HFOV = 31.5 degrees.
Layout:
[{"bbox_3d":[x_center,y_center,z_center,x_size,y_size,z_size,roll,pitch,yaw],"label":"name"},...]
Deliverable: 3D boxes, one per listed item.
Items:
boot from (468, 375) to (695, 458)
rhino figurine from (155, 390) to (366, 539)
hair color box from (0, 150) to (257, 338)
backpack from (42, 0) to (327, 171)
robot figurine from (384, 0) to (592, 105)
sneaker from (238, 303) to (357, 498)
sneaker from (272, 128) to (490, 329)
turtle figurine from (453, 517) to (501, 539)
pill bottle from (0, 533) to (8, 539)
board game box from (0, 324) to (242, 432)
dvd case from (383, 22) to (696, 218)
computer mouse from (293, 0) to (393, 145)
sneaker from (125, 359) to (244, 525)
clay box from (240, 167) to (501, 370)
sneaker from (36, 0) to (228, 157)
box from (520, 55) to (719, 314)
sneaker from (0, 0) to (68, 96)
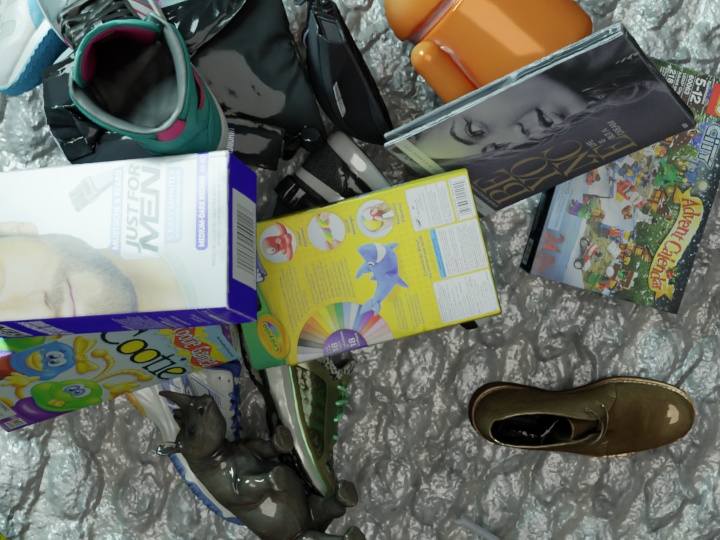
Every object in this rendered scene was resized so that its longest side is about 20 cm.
[{"bbox_3d":[0.197,0.132,1.088,0.199,0.075,0.074,0,98,-7],"label":"boot"},{"bbox_3d":[-0.087,0.160,0.999,0.087,0.060,0.200,-28,117,39],"label":"rhino figurine"},{"bbox_3d":[-0.174,-0.016,0.885,0.199,0.065,0.110,-5,77,15],"label":"hair color box"},{"bbox_3d":[-0.140,-0.133,0.983,0.199,0.127,0.168,-20,89,-1],"label":"backpack"},{"bbox_3d":[0.100,-0.193,0.999,0.200,0.117,0.144,41,93,-7],"label":"robot figurine"},{"bbox_3d":[-0.034,0.109,1.067,0.088,0.077,0.201,-23,106,-18],"label":"sneaker"},{"bbox_3d":[0.008,-0.007,1.052,0.112,0.073,0.200,-40,94,6],"label":"sneaker"},{"bbox_3d":[0.188,0.318,1.084,0.193,0.144,0.201,-6,104,-9],"label":"turtle figurine"},{"bbox_3d":[-0.354,0.228,1.032,0.104,0.104,0.200,-42,101,2],"label":"pill bottle"},{"bbox_3d":[-0.207,0.032,0.981,0.199,0.103,0.105,-18,146,7],"label":"board game box"},{"bbox_3d":[0.139,-0.107,0.981,0.199,0.149,0.016,-22,58,26],"label":"dvd case"},{"bbox_3d":[-0.033,-0.189,1.000,0.046,0.141,0.200,-23,140,7],"label":"computer mouse"},{"bbox_3d":[-0.125,0.118,1.052,0.088,0.075,0.200,-34,102,0],"label":"sneaker"},{"bbox_3d":[0.000,0.000,0.993,0.199,0.048,0.116,-13,96,6],"label":"clay box"},{"bbox_3d":[-0.171,-0.157,0.863,0.084,0.121,0.200,-40,85,1],"label":"sneaker"},{"bbox_3d":[0.229,-0.077,1.074,0.136,0.038,0.201,15,98,-8],"label":"box"},{"bbox_3d":[-0.249,-0.233,0.986,0.080,0.077,0.201,21,91,0],"label":"sneaker"}]
